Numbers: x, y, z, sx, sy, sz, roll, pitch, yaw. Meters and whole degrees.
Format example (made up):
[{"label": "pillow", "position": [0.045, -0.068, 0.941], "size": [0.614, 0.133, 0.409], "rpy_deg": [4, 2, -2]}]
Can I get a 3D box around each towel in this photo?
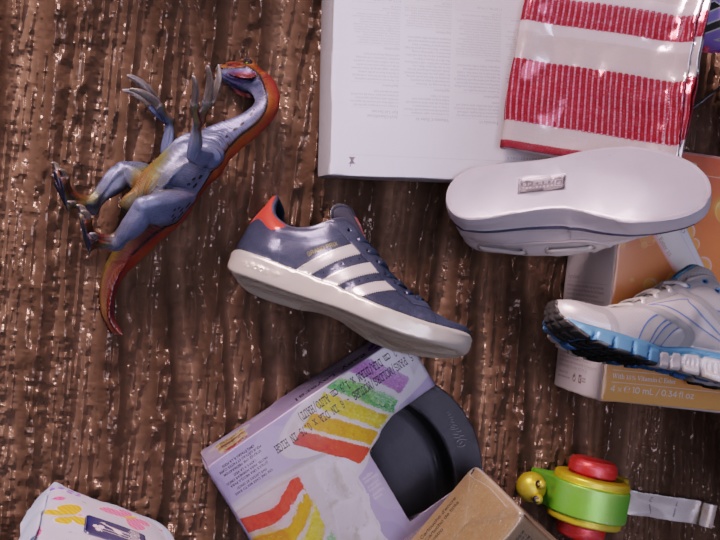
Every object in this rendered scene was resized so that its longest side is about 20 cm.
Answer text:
[{"label": "towel", "position": [0.192, -0.183, 0.814], "size": [0.142, 0.023, 0.204], "rpy_deg": [11, 89, 15]}]

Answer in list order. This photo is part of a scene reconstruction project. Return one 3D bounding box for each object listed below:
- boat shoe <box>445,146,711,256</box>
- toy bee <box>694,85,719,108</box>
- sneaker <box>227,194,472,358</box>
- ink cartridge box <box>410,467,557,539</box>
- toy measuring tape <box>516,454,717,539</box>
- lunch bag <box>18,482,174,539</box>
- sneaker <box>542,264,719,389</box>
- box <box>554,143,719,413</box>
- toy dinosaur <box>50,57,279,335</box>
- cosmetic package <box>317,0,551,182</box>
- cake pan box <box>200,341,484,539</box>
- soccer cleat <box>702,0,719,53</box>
[{"label": "boat shoe", "position": [0.166, -0.046, 0.806], "size": [0.197, 0.066, 0.074], "rpy_deg": [3, 57, 25]}, {"label": "toy bee", "position": [0.347, -0.140, 0.878], "size": [0.197, 0.109, 0.132], "rpy_deg": [-1, 54, -34]}, {"label": "sneaker", "position": [0.000, 0.000, 0.809], "size": [0.197, 0.075, 0.086], "rpy_deg": [22, 75, 8]}, {"label": "ink cartridge box", "position": [0.085, 0.282, 0.829], "size": [0.200, 0.075, 0.165], "rpy_deg": [-48, 125, -3]}, {"label": "toy measuring tape", "position": [0.226, 0.199, 0.894], "size": [0.197, 0.074, 0.075], "rpy_deg": [13, 90, -13]}, {"label": "lunch bag", "position": [-0.173, 0.254, 0.752], "size": [0.126, 0.169, 0.202], "rpy_deg": [-34, 99, -8]}, {"label": "sneaker", "position": [0.226, 0.035, 0.794], "size": [0.197, 0.075, 0.088], "rpy_deg": [13, 83, -20]}, {"label": "box", "position": [0.244, 0.006, 0.876], "size": [0.122, 0.097, 0.204], "rpy_deg": [6, 91, -12]}, {"label": "toy dinosaur", "position": [-0.141, -0.082, 0.813], "size": [0.179, 0.105, 0.202], "rpy_deg": [-22, 135, -24]}, {"label": "cosmetic package", "position": [0.066, -0.148, 0.851], "size": [0.196, 0.052, 0.154], "rpy_deg": [1, 90, -13]}, {"label": "cake pan box", "position": [0.001, 0.173, 0.851], "size": [0.198, 0.052, 0.186], "rpy_deg": [-31, 101, -11]}, {"label": "soccer cleat", "position": [0.257, -0.205, 0.851], "size": [0.199, 0.068, 0.074], "rpy_deg": [37, 102, 25]}]
